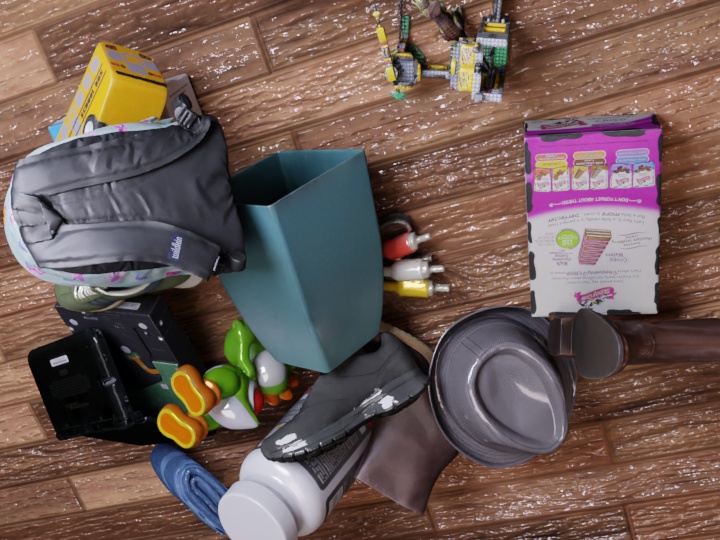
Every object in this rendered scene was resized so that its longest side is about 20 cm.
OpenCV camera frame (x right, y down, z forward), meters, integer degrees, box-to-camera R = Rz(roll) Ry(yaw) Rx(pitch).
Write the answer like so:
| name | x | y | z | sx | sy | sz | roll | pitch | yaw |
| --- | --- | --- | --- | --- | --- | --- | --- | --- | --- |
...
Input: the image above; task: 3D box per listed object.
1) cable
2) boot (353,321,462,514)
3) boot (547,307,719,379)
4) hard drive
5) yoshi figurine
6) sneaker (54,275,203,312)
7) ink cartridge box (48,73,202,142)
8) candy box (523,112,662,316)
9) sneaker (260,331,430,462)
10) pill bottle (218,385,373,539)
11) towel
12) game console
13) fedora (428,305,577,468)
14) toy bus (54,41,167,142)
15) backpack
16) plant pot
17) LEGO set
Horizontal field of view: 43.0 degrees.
| name | x | y | z | sx | sy | sz | roll | pitch | yaw |
| --- | --- | --- | --- | --- | --- | --- | --- | --- | --- |
| cable | 0.000 | 0.000 | 1.033 | 0.197 | 0.050 | 0.099 | -15 | 110 | 19 |
| boot | 0.036 | 0.164 | 1.052 | 0.199 | 0.072 | 0.168 | 35 | 78 | -14 |
| boot | 0.307 | 0.074 | 0.917 | 0.196 | 0.186 | 0.066 | 4 | 94 | -6 |
| hard drive | -0.260 | 0.100 | 1.094 | 0.137 | 0.038 | 0.202 | 4 | 138 | 24 |
| yoshi figurine | -0.153 | 0.116 | 1.054 | 0.111 | 0.199 | 0.114 | -7 | 100 | 33 |
| sneaker | -0.263 | 0.000 | 0.957 | 0.197 | 0.090 | 0.069 | -11 | 81 | 25 |
| ink cartridge box | -0.230 | -0.094 | 1.016 | 0.143 | 0.085 | 0.203 | -11 | 113 | 17 |
| candy box | 0.240 | -0.055 | 0.951 | 0.134 | 0.061 | 0.204 | -1 | 115 | 12 |
| sneaker | -0.025 | 0.139 | 0.993 | 0.198 | 0.076 | 0.092 | -28 | 77 | -14 |
| pill bottle | -0.069 | 0.231 | 1.063 | 0.114 | 0.200 | 0.118 | 18 | 127 | 25 |
| towel | -0.205 | 0.270 | 1.134 | 0.112 | 0.199 | 0.049 | 46 | 73 | -15 |
| game console | -0.297 | 0.150 | 1.125 | 0.198 | 0.116 | 0.179 | -18 | 95 | 47 |
| fedora | 0.170 | 0.138 | 1.008 | 0.176 | 0.090 | 0.201 | -36 | 105 | -4 |
| toy bus | -0.264 | -0.118 | 0.914 | 0.064 | 0.079 | 0.201 | 6 | 128 | -43 |
| backpack | -0.215 | -0.052 | 0.824 | 0.197 | 0.126 | 0.170 | -12 | 82 | -25 |
| plant pot | -0.061 | -0.007 | 0.964 | 0.140 | 0.141 | 0.203 | 7 | 122 | 44 |
| LEGO set | 0.083 | -0.245 | 0.859 | 0.151 | 0.116 | 0.203 | 14 | 117 | 5 |
